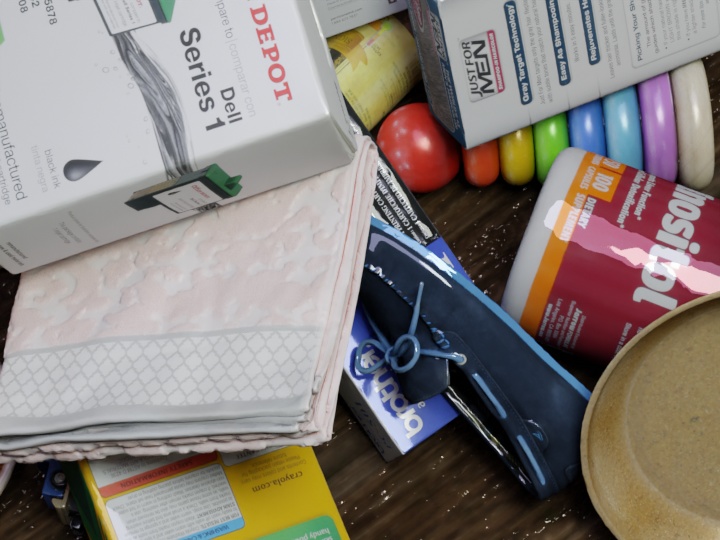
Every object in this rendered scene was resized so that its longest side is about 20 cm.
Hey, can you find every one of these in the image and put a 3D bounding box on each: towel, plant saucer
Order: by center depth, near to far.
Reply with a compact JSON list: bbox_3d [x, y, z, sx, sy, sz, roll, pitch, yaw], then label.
[{"bbox_3d":[-0.097,0.013,1.186,0.199,0.032,0.192,-6,51,20],"label":"towel"},{"bbox_3d":[0.218,0.085,1.209,0.199,0.201,0.035,2,30,0],"label":"plant saucer"}]

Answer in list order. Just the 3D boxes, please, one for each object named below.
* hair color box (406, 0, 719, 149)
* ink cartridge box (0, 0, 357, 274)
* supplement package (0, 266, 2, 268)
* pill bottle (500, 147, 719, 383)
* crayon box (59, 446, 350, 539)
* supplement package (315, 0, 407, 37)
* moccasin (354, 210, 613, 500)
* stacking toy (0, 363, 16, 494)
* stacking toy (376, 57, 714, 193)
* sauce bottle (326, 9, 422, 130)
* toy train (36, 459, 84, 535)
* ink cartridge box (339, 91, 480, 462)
[{"bbox_3d":[0.130,-0.156,1.288,0.199,0.100,0.061,-22,33,-13],"label":"hair color box"},{"bbox_3d":[-0.118,-0.103,1.171,0.199,0.084,0.147,-19,74,4],"label":"ink cartridge box"},{"bbox_3d":[-0.337,-0.069,1.282,0.199,0.147,0.192,-23,66,-12],"label":"supplement package"},{"bbox_3d":[0.189,0.014,1.266,0.199,0.113,0.113,20,65,7],"label":"pill bottle"},{"bbox_3d":[-0.080,0.139,1.215,0.125,0.052,0.201,-17,72,-20],"label":"crayon box"},{"bbox_3d":[-0.065,-0.251,1.324,0.151,0.201,0.151,-21,33,-11],"label":"supplement package"},{"bbox_3d":[0.049,0.047,1.214,0.200,0.080,0.068,39,79,-1],"label":"moccasin"},{"bbox_3d":[-0.264,0.056,1.191,0.145,0.200,0.147,0,62,-1],"label":"stacking toy"},{"bbox_3d":[0.109,-0.081,1.342,0.199,0.085,0.086,-6,63,4],"label":"stacking toy"},{"bbox_3d":[-0.036,-0.087,1.341,0.066,0.066,0.200,37,67,16],"label":"sauce bottle"},{"bbox_3d":[-0.150,0.056,1.285,0.046,0.034,0.201,8,63,5],"label":"toy train"},{"bbox_3d":[0.000,0.000,1.277,0.094,0.044,0.200,-33,87,-17],"label":"ink cartridge box"}]
